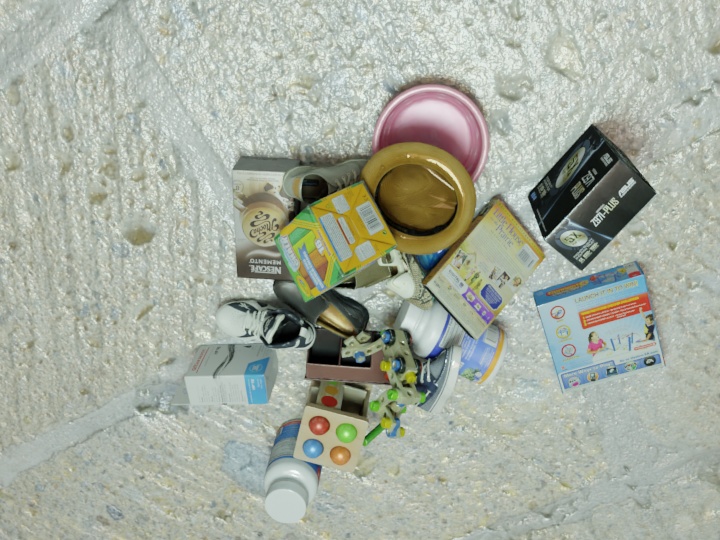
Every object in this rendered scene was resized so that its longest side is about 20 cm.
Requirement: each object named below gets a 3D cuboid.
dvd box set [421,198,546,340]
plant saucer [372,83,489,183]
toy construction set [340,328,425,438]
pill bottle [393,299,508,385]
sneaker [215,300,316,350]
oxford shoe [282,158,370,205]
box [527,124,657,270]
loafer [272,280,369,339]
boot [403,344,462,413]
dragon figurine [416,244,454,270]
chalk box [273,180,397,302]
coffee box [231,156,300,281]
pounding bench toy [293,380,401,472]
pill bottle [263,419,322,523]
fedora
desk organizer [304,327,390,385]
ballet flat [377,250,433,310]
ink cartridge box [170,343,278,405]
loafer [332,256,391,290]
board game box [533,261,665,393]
[{"bbox_3d":[0.218,-0.002,1.310,0.146,0.029,0.201,44,82,-20],"label":"dvd box set"},{"bbox_3d":[0.118,-0.216,1.265,0.195,0.051,0.205,2,115,4],"label":"plant saucer"},{"bbox_3d":[0.046,0.181,1.319,0.091,0.202,0.132,-3,138,-39],"label":"toy construction set"},{"bbox_3d":[0.163,0.123,1.383,0.197,0.113,0.114,25,115,-6],"label":"pill bottle"},{"bbox_3d":[-0.180,0.098,1.381,0.195,0.130,0.081,20,80,3],"label":"sneaker"},{"bbox_3d":[-0.035,-0.147,1.269,0.196,0.058,0.077,-7,116,-27],"label":"oxford shoe"},{"bbox_3d":[0.364,-0.122,1.202,0.085,0.201,0.164,36,114,-12],"label":"box"},{"bbox_3d":[-0.076,0.068,1.402,0.196,0.073,0.074,23,116,-5],"label":"loafer"},{"bbox_3d":[0.118,0.191,1.333,0.088,0.074,0.202,14,140,1],"label":"boot"},{"bbox_3d":[0.127,-0.040,1.340,0.098,0.059,0.201,-32,110,18],"label":"dragon figurine"},{"bbox_3d":[-0.054,-0.038,1.240,0.127,0.123,0.199,60,147,3],"label":"chalk box"},{"bbox_3d":[-0.164,-0.091,1.332,0.110,0.080,0.204,2,115,3],"label":"coffee box"},{"bbox_3d":[-0.017,0.302,1.459,0.195,0.157,0.127,14,116,-2],"label":"pounding bench toy"},{"bbox_3d":[-0.133,0.401,1.491,0.109,0.201,0.115,2,116,4],"label":"pill bottle"},{"bbox_3d":[0.095,-0.127,1.236,0.196,0.082,0.205,6,115,12],"label":"fedora"},{"bbox_3d":[-0.008,0.165,1.443,0.195,0.072,0.079,3,113,4],"label":"desk organizer"},{"bbox_3d":[0.062,-0.015,1.302,0.067,0.075,0.204,-17,96,48],"label":"ballet flat"},{"bbox_3d":[-0.268,0.202,1.458,0.195,0.116,0.068,-2,116,6],"label":"ink cartridge box"},{"bbox_3d":[0.000,0.000,1.361,0.195,0.068,0.077,-15,114,5],"label":"loafer"},{"bbox_3d":[0.441,0.109,1.382,0.196,0.056,0.199,-17,112,13],"label":"board game box"}]
